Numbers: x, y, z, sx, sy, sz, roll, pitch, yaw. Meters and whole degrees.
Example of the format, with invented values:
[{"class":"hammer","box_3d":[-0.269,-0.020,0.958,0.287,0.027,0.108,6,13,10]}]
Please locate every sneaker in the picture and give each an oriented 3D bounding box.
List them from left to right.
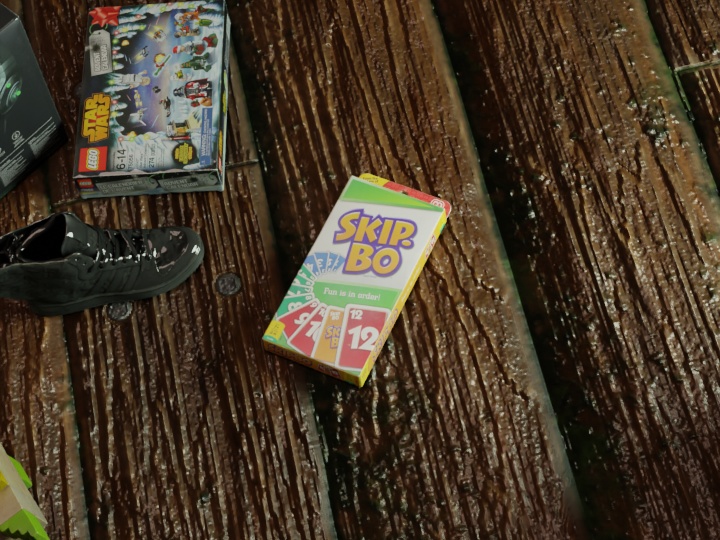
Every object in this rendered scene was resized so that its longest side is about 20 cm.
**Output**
[{"class":"sneaker","box_3d":[-0.239,-0.013,1.430,0.199,0.104,0.060,-17,59,-5]}]

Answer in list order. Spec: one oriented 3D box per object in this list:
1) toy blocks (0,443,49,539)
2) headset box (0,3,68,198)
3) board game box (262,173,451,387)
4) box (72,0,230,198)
[{"class":"toy blocks","box_3d":[-0.356,0.185,1.343,0.137,0.100,0.200,-36,63,-2]},{"class":"headset box","box_3d":[-0.374,-0.142,1.464,0.093,0.200,0.174,36,70,23]},{"class":"board game box","box_3d":[0.000,0.000,1.446,0.095,0.030,0.200,20,61,16]},{"class":"box","box_3d":[-0.196,-0.165,1.552,0.136,0.040,0.201,-4,60,4]}]
